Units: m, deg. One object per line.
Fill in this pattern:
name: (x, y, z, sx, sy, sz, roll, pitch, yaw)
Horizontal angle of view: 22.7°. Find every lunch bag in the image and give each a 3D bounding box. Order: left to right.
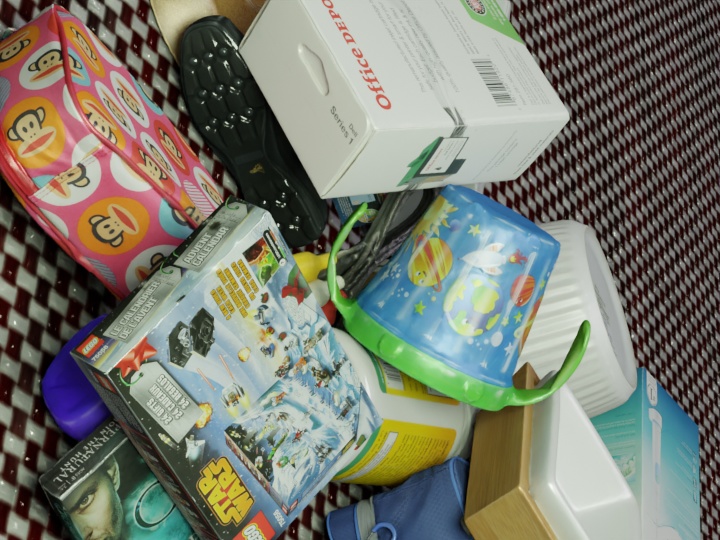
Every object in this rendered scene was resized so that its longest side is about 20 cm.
lunch bag: (-0.160, -0.074, 1.157, 0.200, 0.082, 0.176, 51, 13, -37)
lunch bag: (0.058, 0.236, 1.367, 0.200, 0.132, 0.136, 35, 32, -56)

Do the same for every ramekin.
ramekin: (0.181, 0.048, 1.649, 0.200, 0.105, 0.200, -17, 90, -76)

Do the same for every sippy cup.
sippy cup: (0.075, 0.013, 1.304, 0.178, 0.140, 0.130, 21, 100, -39)

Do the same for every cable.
cable: (0.000, 0.000, 1.383, 0.200, 0.050, 0.097, -31, 119, -23)

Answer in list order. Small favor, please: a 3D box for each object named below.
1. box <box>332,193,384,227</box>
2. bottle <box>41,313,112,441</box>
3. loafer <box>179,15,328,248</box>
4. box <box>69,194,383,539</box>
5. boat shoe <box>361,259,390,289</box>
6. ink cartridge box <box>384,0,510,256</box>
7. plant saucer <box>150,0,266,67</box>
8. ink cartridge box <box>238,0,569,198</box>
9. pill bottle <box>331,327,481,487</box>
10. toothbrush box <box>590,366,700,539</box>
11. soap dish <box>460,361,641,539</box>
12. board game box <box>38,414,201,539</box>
box: (-0.017, -0.154, 1.436, 0.137, 0.038, 0.200, 68, 13, -54)
bottle: (-0.118, 0.097, 1.179, 0.200, 0.084, 0.065, 34, 13, -49)
loafer: (-0.079, -0.109, 1.360, 0.070, 0.068, 0.201, -76, 146, -53)
box: (-0.075, 0.072, 1.082, 0.137, 0.040, 0.200, -46, 135, -21)
boat shoe: (0.050, 0.055, 1.497, 0.200, 0.075, 0.062, 43, 55, -55)
ink cartridge box: (0.073, -0.126, 1.552, 0.145, 0.083, 0.200, 92, 9, -47)
plant saucer: (-0.096, -0.219, 1.408, 0.200, 0.035, 0.200, 32, 51, -51)
ink cartridge box: (0.031, -0.137, 1.304, 0.200, 0.084, 0.146, -7, 59, -40)
pill bottle: (0.010, 0.107, 1.365, 0.200, 0.113, 0.113, 15, 65, -57)
toothbrush box: (0.277, 0.221, 1.800, 0.146, 0.085, 0.200, 42, 43, -46)
soap dish: (0.143, 0.180, 1.333, 0.157, 0.081, 0.200, 58, 17, -16)
board game box: (-0.099, 0.113, 1.130, 0.200, 0.028, 0.135, -43, 136, -23)
